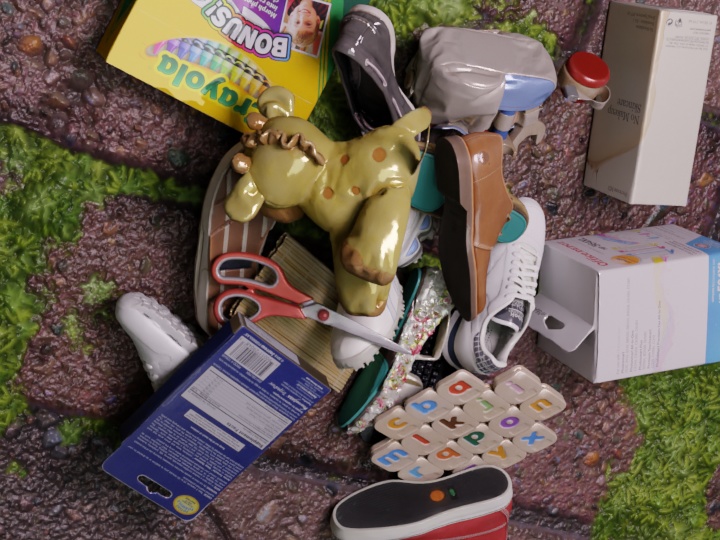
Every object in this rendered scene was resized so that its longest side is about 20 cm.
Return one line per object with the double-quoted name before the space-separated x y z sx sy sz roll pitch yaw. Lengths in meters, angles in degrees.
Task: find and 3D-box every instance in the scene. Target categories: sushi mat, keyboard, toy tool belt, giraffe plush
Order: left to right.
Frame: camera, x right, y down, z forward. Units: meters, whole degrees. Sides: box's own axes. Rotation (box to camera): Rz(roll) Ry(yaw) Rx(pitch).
"sushi mat" -0.048 0.045 1.389 0.096 0.012 0.200 -54 138 -4
"giraffe plush" -0.034 -0.074 1.245 0.162 0.173 0.200 14 133 0
"keyboard" 0.075 0.102 1.483 0.104 0.040 0.200 13 101 -25
"toy tool belt" 0.138 -0.173 1.400 0.200 0.125 0.123 4 141 -20

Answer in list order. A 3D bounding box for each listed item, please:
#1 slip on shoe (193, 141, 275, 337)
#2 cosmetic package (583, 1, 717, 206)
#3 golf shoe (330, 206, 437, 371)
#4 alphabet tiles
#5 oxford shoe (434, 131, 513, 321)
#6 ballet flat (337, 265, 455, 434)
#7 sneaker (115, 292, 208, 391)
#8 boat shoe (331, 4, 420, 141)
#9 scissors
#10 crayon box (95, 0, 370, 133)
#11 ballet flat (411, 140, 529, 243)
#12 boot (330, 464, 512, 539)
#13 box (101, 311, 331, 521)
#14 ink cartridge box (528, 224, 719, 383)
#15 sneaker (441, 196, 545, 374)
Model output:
"slip on shoe" -0.123 -0.033 1.336 0.076 0.061 0.200 -2 113 -25
"cosmetic package" 0.301 -0.176 1.461 0.073 0.104 0.200 2 103 -22
"golf shoe" 0.000 0.000 1.366 0.097 0.078 0.200 43 52 -35
"alphabet tiles" 0.112 0.166 1.465 0.200 0.015 0.196 -32 138 23
"oxford shoe" 0.117 -0.040 1.355 0.071 0.071 0.200 -15 123 -21
"ballet flat" 0.047 0.091 1.438 0.064 0.076 0.200 24 101 -16
"sneaker" -0.173 0.103 1.355 0.080 0.076 0.200 -42 115 3
"boat shoe" 0.009 -0.164 1.326 0.057 0.067 0.200 -57 151 -27
"scissors" -0.044 0.031 1.306 0.200 0.014 0.073 10 95 -2
"crayon box" -0.116 -0.228 1.293 0.200 0.058 0.173 26 94 -27
"ballet flat" 0.086 -0.085 1.398 0.200 0.063 0.069 29 115 -36
"boot" 0.069 0.295 1.526 0.200 0.072 0.144 -9 130 -6
"box" -0.140 0.142 1.324 0.200 0.032 0.121 -44 121 11
"ink cartridge box" 0.285 0.034 1.501 0.200 0.129 0.125 -7 108 -21
"sneaker" 0.157 0.016 1.453 0.076 0.080 0.200 25 77 -22
